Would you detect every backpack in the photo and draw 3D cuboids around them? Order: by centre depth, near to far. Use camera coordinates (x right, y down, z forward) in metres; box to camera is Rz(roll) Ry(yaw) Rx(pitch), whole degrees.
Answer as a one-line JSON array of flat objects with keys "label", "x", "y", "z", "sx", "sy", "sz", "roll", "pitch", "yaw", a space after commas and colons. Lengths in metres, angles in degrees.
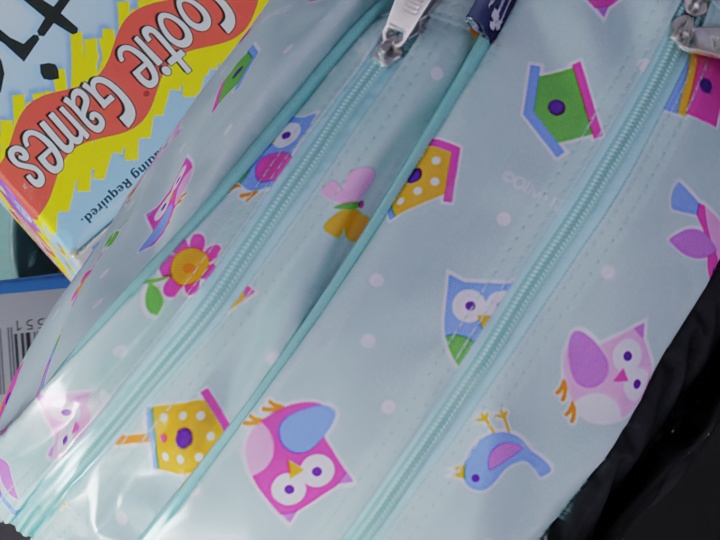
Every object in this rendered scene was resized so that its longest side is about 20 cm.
[{"label": "backpack", "x": 0.017, "y": 0.001, "z": 0.550, "sx": 0.126, "sy": 0.200, "sz": 0.167, "roll": 34, "pitch": 161, "yaw": 2}]

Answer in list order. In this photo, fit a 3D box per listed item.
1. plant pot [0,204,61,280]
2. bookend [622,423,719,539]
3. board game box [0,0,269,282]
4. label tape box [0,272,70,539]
[{"label": "plant pot", "x": -0.159, "y": -0.074, "z": 0.918, "sx": 0.161, "sy": 0.201, "sz": 0.201, "roll": 19, "pitch": 166, "yaw": 13}, {"label": "bookend", "x": 0.125, "y": 0.060, "z": 0.768, "sx": 0.092, "sy": 0.198, "sz": 0.201, "roll": 64, "pitch": -165, "yaw": -70}, {"label": "board game box", "x": -0.096, "y": -0.094, "z": 0.723, "sx": 0.200, "sy": 0.103, "sz": 0.105, "roll": 46, "pitch": 173, "yaw": 12}, {"label": "label tape box", "x": -0.052, "y": 0.072, "z": 0.887, "sx": 0.144, "sy": 0.063, "sz": 0.200, "roll": -6, "pitch": 149, "yaw": -4}]
